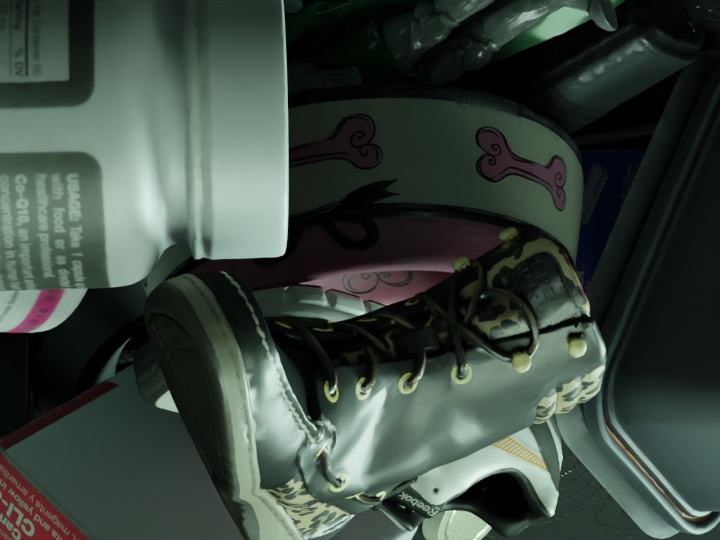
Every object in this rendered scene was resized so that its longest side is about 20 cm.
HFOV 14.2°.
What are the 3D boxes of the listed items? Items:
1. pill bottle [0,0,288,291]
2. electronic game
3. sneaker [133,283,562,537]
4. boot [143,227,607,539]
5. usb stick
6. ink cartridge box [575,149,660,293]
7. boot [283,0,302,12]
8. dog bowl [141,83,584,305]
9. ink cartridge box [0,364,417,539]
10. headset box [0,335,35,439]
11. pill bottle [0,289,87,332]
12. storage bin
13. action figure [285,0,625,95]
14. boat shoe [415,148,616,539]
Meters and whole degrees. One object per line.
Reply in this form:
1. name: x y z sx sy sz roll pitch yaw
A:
1. pill bottle: -0.126 -0.049 0.996 0.199 0.114 0.114 -1 150 -3
2. electronic game: -0.057 0.043 1.385 0.199 0.042 0.200 -6 142 -4
3. sneaker: 0.003 0.059 1.163 0.200 0.080 0.074 10 153 -28
4. boot: 0.009 0.031 1.049 0.150 0.073 0.200 -26 151 -6
5. usb stick: 0.059 -0.061 1.257 0.200 0.033 0.055 -31 165 30
6. ink cartridge box: 0.168 0.007 1.326 0.044 0.094 0.200 0 172 40
7. boot: -0.088 -0.148 1.006 0.168 0.077 0.200 -5 157 -7
8. dog bowl: 0.000 0.000 1.215 0.200 0.074 0.200 -6 156 -3
9. ink cartridge box: -0.098 0.162 1.316 0.145 0.145 0.200 -31 154 -47
10. headset box: -0.227 0.100 1.372 0.148 0.075 0.200 0 149 -5
11. pill bottle: -0.207 -0.038 1.117 0.200 0.114 0.113 4 147 -27
12. storage bin: 0.195 0.018 1.221 0.134 0.200 0.146 3 147 41
13. action figure: 0.005 -0.083 1.188 0.200 0.055 0.118 -24 152 28
14. boat shoe: 0.065 0.027 1.319 0.200 0.068 0.072 -59 146 0
